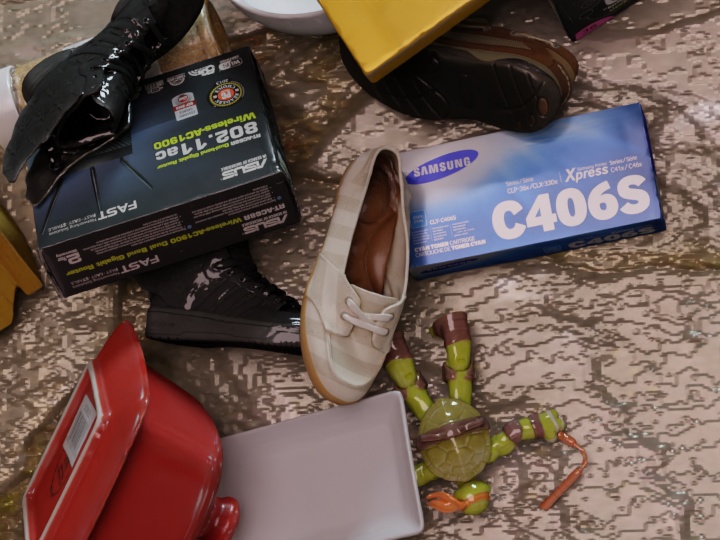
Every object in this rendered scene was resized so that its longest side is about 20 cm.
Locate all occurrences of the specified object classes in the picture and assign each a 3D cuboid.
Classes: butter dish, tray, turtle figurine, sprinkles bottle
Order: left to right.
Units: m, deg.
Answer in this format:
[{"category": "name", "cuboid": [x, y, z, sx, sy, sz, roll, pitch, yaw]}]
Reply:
[{"category": "sprinkles bottle", "cuboid": [-0.205, -0.158, 1.645, 0.199, 0.068, 0.069, -19, 76, 8]}, {"category": "butter dish", "cuboid": [-0.161, 0.168, 1.530, 0.147, 0.200, 0.200, 23, 101, -17]}, {"category": "tray", "cuboid": [-0.040, 0.165, 1.543, 0.199, 0.022, 0.108, -17, 76, 29]}, {"category": "turtle figurine", "cuboid": [0.058, 0.122, 1.536, 0.199, 0.064, 0.162, -21, 76, 7]}]

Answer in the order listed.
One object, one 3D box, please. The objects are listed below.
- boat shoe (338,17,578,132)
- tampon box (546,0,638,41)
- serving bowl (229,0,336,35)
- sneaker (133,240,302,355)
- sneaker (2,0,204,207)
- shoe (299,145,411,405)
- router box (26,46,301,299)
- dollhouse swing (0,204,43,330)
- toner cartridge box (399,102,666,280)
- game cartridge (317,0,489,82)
[{"category": "boat shoe", "cuboid": [0.079, -0.161, 1.589, 0.199, 0.076, 0.074, 19, 43, 27]}, {"category": "tampon box", "cuboid": [0.169, -0.310, 1.564, 0.149, 0.126, 0.201, -31, 75, 7]}, {"category": "serving bowl", "cuboid": [-0.020, -0.262, 1.614, 0.199, 0.066, 0.201, -10, 56, 16]}, {"category": "sneaker", "cuboid": [-0.103, 0.007, 1.584, 0.199, 0.060, 0.105, 3, 80, 24]}, {"category": "sneaker", "cuboid": [-0.192, -0.142, 1.550, 0.199, 0.060, 0.104, -35, 39, 4]}, {"category": "shoe", "cuboid": [0.000, 0.000, 1.514, 0.070, 0.053, 0.201, 14, 72, -19]}, {"category": "router box", "cuboid": [-0.158, -0.078, 1.575, 0.199, 0.062, 0.150, -18, 48, 1]}, {"category": "dollhouse swing", "cuboid": [-0.393, -0.026, 1.678, 0.199, 0.176, 0.182, -34, 116, 3]}, {"category": "toner cartridge box", "cuboid": [0.129, -0.060, 1.568, 0.199, 0.043, 0.096, -12, 75, 10]}, {"category": "game cartridge", "cuboid": [0.044, -0.265, 1.512, 0.199, 0.032, 0.177, -33, 74, 6]}]
